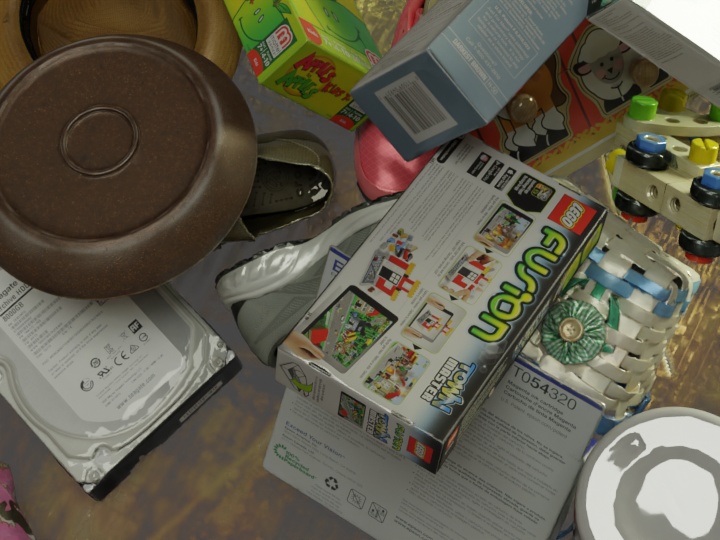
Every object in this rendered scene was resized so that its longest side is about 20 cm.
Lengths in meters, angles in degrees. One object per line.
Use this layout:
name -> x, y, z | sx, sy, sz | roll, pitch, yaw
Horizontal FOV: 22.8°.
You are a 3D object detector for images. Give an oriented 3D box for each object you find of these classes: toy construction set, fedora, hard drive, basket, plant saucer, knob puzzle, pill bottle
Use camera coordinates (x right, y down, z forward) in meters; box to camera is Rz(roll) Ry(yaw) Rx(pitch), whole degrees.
toy construction set -> 0.235, -0.060, 1.137 | 0.130, 0.200, 0.093 | -8, 104, -33
fedora -> -0.172, -0.163, 1.280 | 0.199, 0.082, 0.202 | -3, 70, 8
hard drive -> -0.197, 0.040, 1.240 | 0.140, 0.038, 0.200 | -42, 72, -8
basket -> 0.109, 0.049, 1.159 | 0.176, 0.139, 0.201 | 35, 112, 16
plant saucer -> -0.168, -0.078, 1.174 | 0.199, 0.035, 0.202 | -2, 64, 5
knob puzzle -> 0.128, -0.162, 1.208 | 0.218, 0.030, 0.221 | -4, 108, -14
pill bottle -> 0.184, 0.160, 1.072 | 0.113, 0.200, 0.115 | -2, 71, 6

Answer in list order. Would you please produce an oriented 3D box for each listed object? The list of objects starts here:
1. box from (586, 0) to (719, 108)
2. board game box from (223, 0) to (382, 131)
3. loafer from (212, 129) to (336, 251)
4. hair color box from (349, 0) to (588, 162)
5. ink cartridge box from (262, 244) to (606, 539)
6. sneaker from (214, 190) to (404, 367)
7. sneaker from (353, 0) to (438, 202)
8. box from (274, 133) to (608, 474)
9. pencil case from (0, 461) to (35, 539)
box -> 0.207, -0.204, 1.090 | 0.144, 0.036, 0.201 | 28, 55, -29
board game box -> -0.054, -0.198, 1.241 | 0.048, 0.101, 0.201 | -39, 55, 23
loafer -> -0.105, -0.051, 1.211 | 0.199, 0.067, 0.077 | -19, 107, -17
hair color box -> 0.092, -0.160, 1.096 | 0.061, 0.099, 0.200 | 48, 62, -12
ink cartridge box -> 0.046, 0.098, 1.121 | 0.196, 0.201, 0.043 | 31, 39, 15
sneaker -> 0.000, 0.000, 1.200 | 0.199, 0.074, 0.080 | -27, 82, 23
sneaker -> 0.038, -0.140, 1.246 | 0.073, 0.087, 0.201 | 15, 74, 12
box -> 0.049, 0.012, 1.035 | 0.110, 0.035, 0.200 | 30, 56, 15
pencil case -> -0.244, 0.222, 1.164 | 0.083, 0.086, 0.201 | -32, 68, 28
